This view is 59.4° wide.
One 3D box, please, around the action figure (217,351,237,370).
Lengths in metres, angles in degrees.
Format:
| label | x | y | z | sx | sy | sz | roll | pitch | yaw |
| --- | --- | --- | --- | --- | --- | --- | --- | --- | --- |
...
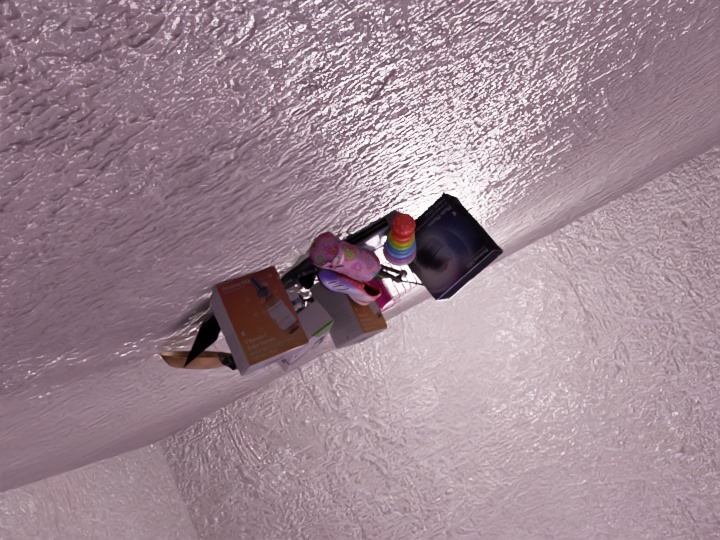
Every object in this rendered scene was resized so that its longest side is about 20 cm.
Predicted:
| label | x | y | z | sx | sy | sz | roll | pitch | yaw |
| --- | --- | --- | --- | --- | --- | --- | --- | --- | --- |
| action figure | -0.307 | 0.192 | 1.732 | 0.119 | 0.102 | 0.200 | -28 | -173 | 19 |

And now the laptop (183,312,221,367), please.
| label | x | y | z | sx | sy | sz | roll | pitch | yaw |
| --- | --- | --- | --- | --- | --- | --- | --- | --- | --- |
| laptop | -0.329 | 0.150 | 1.593 | 0.200 | 0.116 | 0.187 | -1 | 155 | -42 |

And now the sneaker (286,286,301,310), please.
| label | x | y | z | sx | sy | sz | roll | pitch | yaw |
| --- | --- | --- | --- | --- | --- | --- | --- | --- | --- |
| sneaker | -0.242 | 0.110 | 1.705 | 0.200 | 0.088 | 0.075 | -33 | 169 | 34 |

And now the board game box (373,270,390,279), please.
| label | x | y | z | sx | sy | sz | roll | pitch | yaw |
| --- | --- | --- | --- | --- | --- | --- | --- | --- | --- |
| board game box | 0.000 | 0.000 | 1.757 | 0.200 | 0.105 | 0.023 | -1 | 112 | -66 |

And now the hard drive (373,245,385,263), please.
| label | x | y | z | sx | sy | sz | roll | pitch | yaw |
| --- | --- | --- | --- | --- | --- | --- | --- | --- | --- |
| hard drive | 0.063 | -0.058 | 1.801 | 0.132 | 0.027 | 0.200 | -31 | 169 | 22 |

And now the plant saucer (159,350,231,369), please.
| label | x | y | z | sx | sy | sz | roll | pitch | yaw |
| --- | --- | --- | --- | --- | --- | --- | --- | --- | --- |
| plant saucer | -0.451 | 0.247 | 1.742 | 0.200 | 0.035 | 0.200 | 2 | 177 | 0 |

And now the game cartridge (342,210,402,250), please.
| label | x | y | z | sx | sy | sz | roll | pitch | yaw |
| --- | --- | --- | --- | --- | --- | --- | --- | --- | --- |
| game cartridge | 0.031 | -0.085 | 1.582 | 0.200 | 0.040 | 0.133 | -29 | 165 | 14 |

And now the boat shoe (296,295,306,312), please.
| label | x | y | z | sx | sy | sz | roll | pitch | yaw |
| --- | --- | --- | --- | --- | --- | --- | --- | --- | --- |
| boat shoe | -0.199 | 0.102 | 1.852 | 0.057 | 0.067 | 0.200 | -39 | -178 | -34 |

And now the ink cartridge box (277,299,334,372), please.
| label | x | y | z | sx | sy | sz | roll | pitch | yaw |
| --- | --- | --- | --- | --- | --- | --- | --- | --- | --- |
| ink cartridge box | -0.167 | 0.186 | 1.759 | 0.145 | 0.084 | 0.200 | -36 | 167 | -25 |

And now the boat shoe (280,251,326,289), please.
| label | x | y | z | sx | sy | sz | roll | pitch | yaw |
| --- | --- | --- | --- | --- | --- | --- | --- | --- | --- |
| boat shoe | -0.137 | 0.013 | 1.556 | 0.074 | 0.066 | 0.199 | -16 | 165 | -45 |

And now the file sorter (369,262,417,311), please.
| label | x | y | z | sx | sy | sz | roll | pitch | yaw |
| --- | --- | --- | --- | --- | --- | --- | --- | --- | --- |
| file sorter | 0.075 | 0.047 | 2.018 | 0.125 | 0.139 | 0.200 | -23 | 168 | -26 |

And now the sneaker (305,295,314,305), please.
| label | x | y | z | sx | sy | sz | roll | pitch | yaw |
| --- | --- | --- | --- | --- | --- | --- | --- | --- | --- |
| sneaker | -0.125 | 0.127 | 1.931 | 0.121 | 0.084 | 0.200 | -26 | -152 | -30 |

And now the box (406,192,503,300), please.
| label | x | y | z | sx | sy | sz | roll | pitch | yaw |
| --- | --- | --- | --- | --- | --- | --- | --- | --- | --- |
| box | 0.222 | -0.059 | 1.629 | 0.200 | 0.198 | 0.123 | -44 | 164 | 18 |

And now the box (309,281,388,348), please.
| label | x | y | z | sx | sy | sz | roll | pitch | yaw |
| --- | --- | --- | --- | --- | --- | --- | --- | --- | --- |
| box | -0.033 | 0.109 | 1.848 | 0.106 | 0.200 | 0.152 | -31 | 168 | 28 |

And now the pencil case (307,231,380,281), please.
| label | x | y | z | sx | sy | sz | roll | pitch | yaw |
| --- | --- | --- | --- | --- | --- | --- | --- | --- | --- |
| pencil case | -0.035 | -0.026 | 1.468 | 0.087 | 0.087 | 0.200 | -31 | 155 | 22 |

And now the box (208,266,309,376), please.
| label | x | y | z | sx | sy | sz | roll | pitch | yaw |
| --- | --- | --- | --- | --- | --- | --- | --- | --- | --- |
| box | -0.235 | 0.116 | 1.450 | 0.152 | 0.200 | 0.106 | -21 | 169 | -27 |

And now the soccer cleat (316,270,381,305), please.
| label | x | y | z | sx | sy | sz | roll | pitch | yaw |
| --- | --- | --- | --- | --- | --- | --- | --- | --- | --- |
| soccer cleat | -0.031 | 0.034 | 1.722 | 0.200 | 0.068 | 0.073 | 29 | 140 | -34 |

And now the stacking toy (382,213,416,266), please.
| label | x | y | z | sx | sy | sz | roll | pitch | yaw |
| --- | --- | --- | --- | --- | --- | --- | --- | --- | --- |
| stacking toy | 0.100 | -0.080 | 1.494 | 0.085 | 0.085 | 0.200 | -25 | 164 | -10 |

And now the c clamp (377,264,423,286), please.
| label | x | y | z | sx | sy | sz | roll | pitch | yaw |
| --- | --- | --- | --- | --- | --- | --- | --- | --- | --- |
| c clamp | 0.087 | 0.012 | 1.729 | 0.171 | 0.027 | 0.200 | 13 | -171 | 2 |
